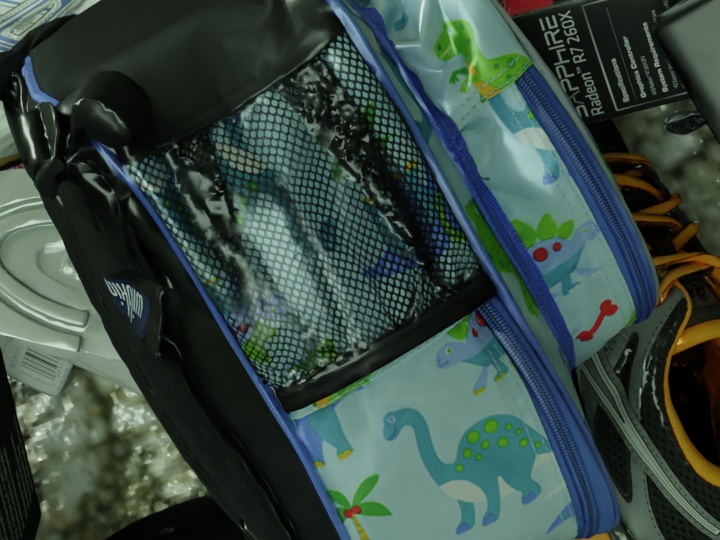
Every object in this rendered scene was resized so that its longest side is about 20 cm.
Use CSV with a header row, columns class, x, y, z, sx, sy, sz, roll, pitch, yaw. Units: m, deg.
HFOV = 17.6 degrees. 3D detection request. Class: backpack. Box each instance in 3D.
class,x,y,z,sx,sy,sz,roll,pitch,yaw
backpack,0.000,0.000,0.686,0.147,0.183,0.200,-29,105,-7

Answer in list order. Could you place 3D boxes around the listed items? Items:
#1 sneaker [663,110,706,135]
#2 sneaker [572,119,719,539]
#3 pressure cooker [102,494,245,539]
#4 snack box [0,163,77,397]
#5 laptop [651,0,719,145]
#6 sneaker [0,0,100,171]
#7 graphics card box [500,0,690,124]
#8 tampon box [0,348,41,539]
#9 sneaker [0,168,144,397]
class,x,y,z,sx,sy,sz,roll,pitch,yaw
sneaker,0.156,-0.003,0.797,0.140,0.078,0.200,33,101,1
sneaker,0.092,0.008,0.775,0.077,0.078,0.200,-36,72,51
pressure cooker,-0.029,0.193,0.834,0.179,0.176,0.200,-16,105,7
snack box,-0.104,-0.054,0.848,0.072,0.024,0.200,26,110,2
laptop,0.223,-0.042,0.694,0.187,0.200,0.116,-31,60,18
sneaker,-0.123,-0.080,0.799,0.200,0.075,0.088,-20,95,6
graphics card box,0.145,-0.117,0.729,0.200,0.125,0.051,-15,124,14
tampon box,-0.212,0.124,0.813,0.150,0.200,0.126,5,141,8
sneaker,-0.047,0.021,0.814,0.200,0.081,0.076,26,80,-1
